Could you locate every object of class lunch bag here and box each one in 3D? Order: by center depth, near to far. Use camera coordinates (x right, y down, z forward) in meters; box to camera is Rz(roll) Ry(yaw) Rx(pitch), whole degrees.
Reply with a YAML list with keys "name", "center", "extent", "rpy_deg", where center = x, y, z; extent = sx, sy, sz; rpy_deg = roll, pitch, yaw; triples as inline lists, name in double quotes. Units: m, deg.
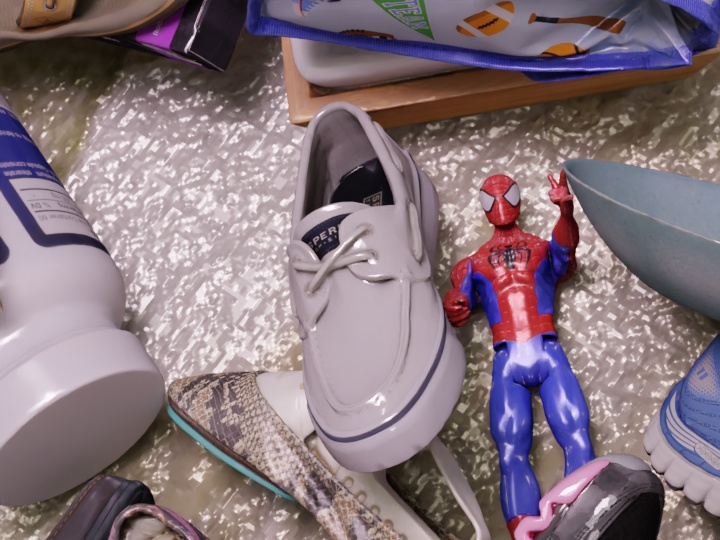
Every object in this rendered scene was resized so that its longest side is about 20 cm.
- name: "lunch bag"
  center: [0.060, -0.177, 1.029]
  extent: [0.200, 0.124, 0.170]
  rpy_deg: [6, 67, -2]

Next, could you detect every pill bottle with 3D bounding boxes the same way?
- name: "pill bottle"
  center: [-0.177, 0.001, 1.097]
  extent: [0.116, 0.116, 0.200]
  rpy_deg: [-34, 65, -4]

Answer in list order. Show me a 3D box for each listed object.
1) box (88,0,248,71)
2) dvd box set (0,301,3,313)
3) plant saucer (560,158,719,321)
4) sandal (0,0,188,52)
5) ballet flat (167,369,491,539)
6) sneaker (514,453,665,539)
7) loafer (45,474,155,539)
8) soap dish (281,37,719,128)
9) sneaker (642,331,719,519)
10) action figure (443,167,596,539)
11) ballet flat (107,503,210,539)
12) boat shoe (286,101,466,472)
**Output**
- name: "box"
  center: [-0.119, -0.182, 1.157]
  extent: [0.200, 0.036, 0.143]
  rpy_deg: [18, 85, 36]
- name: "dvd box set"
  center: [-0.244, -0.056, 1.044]
  extent: [0.146, 0.029, 0.200]
  rpy_deg: [-12, 62, -8]
- name: "plant saucer"
  center: [0.175, 0.001, 1.003]
  extent: [0.201, 0.201, 0.039]
  rpy_deg: [19, 101, 17]
- name: "sandal"
  center: [-0.139, -0.146, 1.101]
  extent: [0.200, 0.054, 0.080]
  rpy_deg: [-11, 69, 31]
- name: "ballet flat"
  center: [0.001, 0.089, 1.044]
  extent: [0.200, 0.068, 0.075]
  rpy_deg: [43, 109, 28]
- name: "sneaker"
  center: [0.092, 0.174, 0.964]
  extent: [0.095, 0.079, 0.200]
  rpy_deg: [25, 102, 37]
- name: "loafer"
  center: [-0.161, 0.170, 1.050]
  extent: [0.072, 0.073, 0.200]
  rpy_deg: [25, 74, 24]
- name: "soap dish"
  center: [0.061, -0.147, 1.130]
  extent: [0.200, 0.081, 0.158]
  rpy_deg: [-9, 67, 7]
- name: "sneaker"
  center: [0.209, 0.088, 0.984]
  extent: [0.200, 0.079, 0.089]
  rpy_deg: [35, 116, 27]
- name: "action figure"
  center: [0.072, 0.038, 1.047]
  extent: [0.065, 0.099, 0.200]
  rpy_deg: [-11, 64, 5]
- name: "ballet flat"
  center: [-0.061, 0.181, 0.977]
  extent: [0.069, 0.071, 0.200]
  rpy_deg: [-28, 61, 4]
- name: "boat shoe"
  center: [0.000, 0.000, 1.023]
  extent: [0.072, 0.066, 0.200]
  rpy_deg: [-23, 35, 21]
